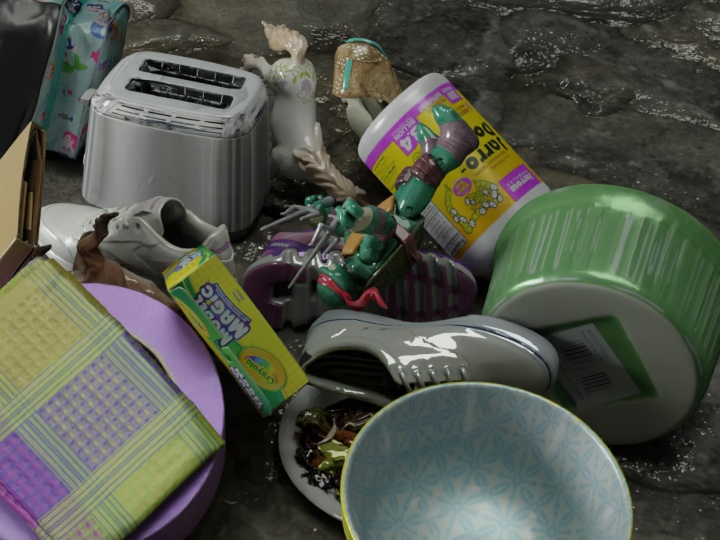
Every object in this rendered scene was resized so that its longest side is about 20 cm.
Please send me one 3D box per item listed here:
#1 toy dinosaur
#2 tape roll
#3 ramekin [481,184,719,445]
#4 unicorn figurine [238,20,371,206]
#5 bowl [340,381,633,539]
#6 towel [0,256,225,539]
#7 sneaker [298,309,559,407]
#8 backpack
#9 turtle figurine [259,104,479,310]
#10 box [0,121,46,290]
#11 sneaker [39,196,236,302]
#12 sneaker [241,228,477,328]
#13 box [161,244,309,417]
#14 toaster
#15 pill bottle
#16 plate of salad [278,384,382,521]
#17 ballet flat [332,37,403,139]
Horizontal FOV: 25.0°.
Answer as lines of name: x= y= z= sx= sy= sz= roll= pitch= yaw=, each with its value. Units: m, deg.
toy dinosaur: x=-0.228 y=0.038 z=1.308 sx=0.198 sy=0.137 sz=0.086 roll=-17 pitch=-4 yaw=5
tape roll: x=-0.194 y=0.113 z=1.148 sx=0.198 sy=0.066 sz=0.202 roll=2 pitch=65 yaw=-3
ramekin: x=0.187 y=0.042 z=1.255 sx=0.198 sy=0.201 sz=0.098 roll=14 pitch=45 yaw=12
unicorn figurine: x=-0.058 y=-0.128 z=1.513 sx=0.073 sy=0.202 sz=0.137 roll=-27 pitch=20 yaw=-29
bowl: x=0.080 y=0.186 z=1.110 sx=0.198 sy=0.108 sz=0.201 roll=3 pitch=44 yaw=-3
towel: x=-0.205 y=0.094 z=1.108 sx=0.200 sy=0.023 sz=0.144 roll=42 pitch=68 yaw=14
sneaker: x=0.048 y=0.078 z=1.223 sx=0.198 sy=0.074 sz=0.071 roll=3 pitch=33 yaw=18
backpack: x=-0.302 y=-0.211 z=1.541 sx=0.149 sy=0.179 sz=0.201 roll=15 pitch=28 yaw=-11
turtle figurine: x=0.008 y=-0.040 z=1.295 sx=0.200 sy=0.101 sz=0.149 roll=-47 pitch=19 yaw=-16
box: x=-0.309 y=-0.002 z=1.264 sx=0.021 sy=0.200 sz=0.164 roll=30 pitch=27 yaw=-27
sneaker: x=-0.189 y=-0.033 z=1.382 sx=0.198 sy=0.100 sz=0.075 roll=18 pitch=40 yaw=18
sneaker: x=0.000 y=0.000 z=1.385 sx=0.198 sy=0.081 sz=0.089 roll=3 pitch=29 yaw=-1
box: x=-0.096 y=0.041 z=1.205 sx=0.048 sy=0.118 sz=0.200 roll=-37 pitch=8 yaw=-3
toaster: x=-0.157 y=-0.112 z=1.465 sx=0.198 sy=0.130 sz=0.114 roll=13 pitch=38 yaw=10
pill bottle: x=0.097 y=-0.068 z=1.415 sx=0.200 sy=0.104 sz=0.104 roll=47 pitch=47 yaw=6
plate of salad: x=0.036 y=0.125 z=1.244 sx=0.198 sy=0.048 sz=0.201 roll=4 pitch=38 yaw=-3
ballet flat: x=0.020 y=-0.137 z=1.510 sx=0.070 sy=0.200 sz=0.066 roll=6 pitch=67 yaw=29
